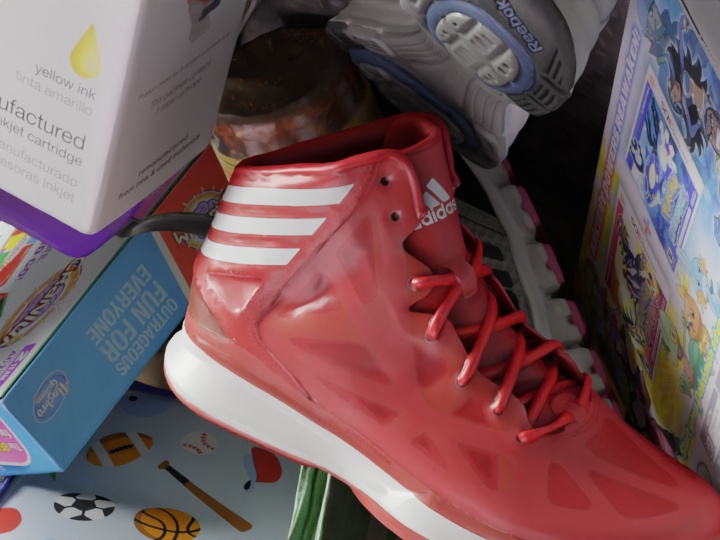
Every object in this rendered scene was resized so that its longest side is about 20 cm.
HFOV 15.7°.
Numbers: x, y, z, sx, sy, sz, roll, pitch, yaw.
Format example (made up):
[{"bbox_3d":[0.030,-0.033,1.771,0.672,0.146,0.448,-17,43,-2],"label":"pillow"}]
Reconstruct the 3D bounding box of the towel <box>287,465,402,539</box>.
[{"bbox_3d":[0.026,0.117,0.992,0.023,0.153,0.200,-7,142,27],"label":"towel"}]

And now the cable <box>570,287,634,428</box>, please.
[{"bbox_3d":[0.087,0.093,1.021,0.097,0.050,0.201,-2,108,52],"label":"cable"}]

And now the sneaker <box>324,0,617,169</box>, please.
[{"bbox_3d":[0.049,-0.089,0.844,0.074,0.087,0.200,40,168,-10],"label":"sneaker"}]

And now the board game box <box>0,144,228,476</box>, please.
[{"bbox_3d":[-0.150,0.022,1.114,0.200,0.153,0.040,-9,127,51],"label":"board game box"}]

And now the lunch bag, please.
[{"bbox_3d":[-0.067,0.147,1.057,0.200,0.170,0.124,35,126,-2],"label":"lunch bag"}]

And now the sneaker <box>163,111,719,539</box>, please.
[{"bbox_3d":[0.033,0.022,0.837,0.199,0.078,0.116,21,119,13],"label":"sneaker"}]

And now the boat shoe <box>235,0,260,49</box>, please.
[{"bbox_3d":[-0.081,-0.096,0.969,0.074,0.065,0.202,31,148,8],"label":"boat shoe"}]

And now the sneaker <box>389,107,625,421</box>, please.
[{"bbox_3d":[0.038,0.033,0.930,0.074,0.087,0.201,50,-163,-77],"label":"sneaker"}]

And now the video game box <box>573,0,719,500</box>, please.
[{"bbox_3d":[0.128,0.017,0.833,0.200,0.047,0.183,95,156,-56],"label":"video game box"}]

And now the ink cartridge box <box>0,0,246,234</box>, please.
[{"bbox_3d":[-0.108,-0.136,0.857,0.145,0.083,0.200,28,127,16],"label":"ink cartridge box"}]

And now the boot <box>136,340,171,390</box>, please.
[{"bbox_3d":[-0.036,0.109,1.186,0.155,0.073,0.200,0,130,39],"label":"boot"}]

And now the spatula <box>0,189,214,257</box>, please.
[{"bbox_3d":[-0.062,-0.015,1.025,0.200,0.021,0.057,18,134,-35],"label":"spatula"}]

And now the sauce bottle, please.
[{"bbox_3d":[0.000,0.000,1.010,0.066,0.066,0.200,9,137,38],"label":"sauce bottle"}]
